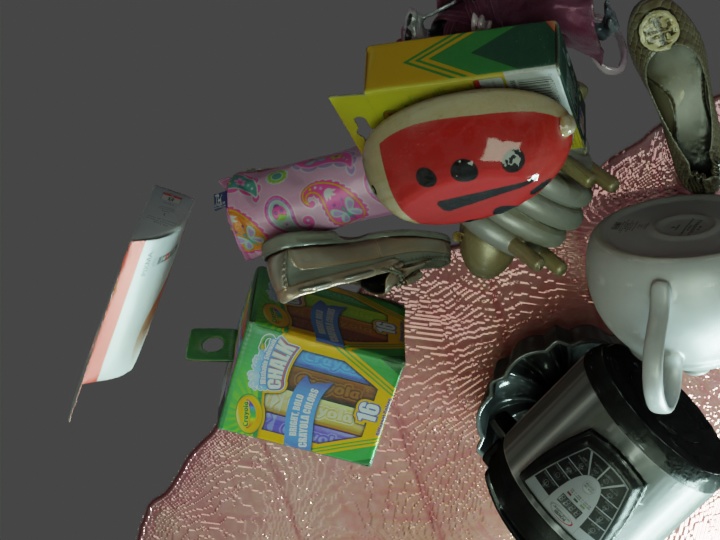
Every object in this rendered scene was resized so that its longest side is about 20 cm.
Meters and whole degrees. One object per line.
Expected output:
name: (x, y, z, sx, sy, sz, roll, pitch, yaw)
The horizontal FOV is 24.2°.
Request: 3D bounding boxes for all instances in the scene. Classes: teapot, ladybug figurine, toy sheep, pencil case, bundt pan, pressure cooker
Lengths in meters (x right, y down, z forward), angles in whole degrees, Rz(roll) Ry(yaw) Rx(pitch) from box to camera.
teapot: (0.296, 0.028, 1.512, 0.198, 0.197, 0.147, -14, 111, -17)
ladybug figurine: (0.090, -0.090, 1.409, 0.199, 0.073, 0.135, -17, 145, 34)
toy sheep: (0.154, -0.081, 1.526, 0.137, 0.138, 0.201, 30, 103, -13)
pencil case: (-0.031, -0.074, 1.559, 0.198, 0.088, 0.088, -15, 115, 10)
bundt pan: (0.211, 0.140, 1.660, 0.200, 0.076, 0.204, 0, 115, 1)
pressure cooker: (0.218, 0.192, 1.548, 0.178, 0.177, 0.200, 30, 115, -31)

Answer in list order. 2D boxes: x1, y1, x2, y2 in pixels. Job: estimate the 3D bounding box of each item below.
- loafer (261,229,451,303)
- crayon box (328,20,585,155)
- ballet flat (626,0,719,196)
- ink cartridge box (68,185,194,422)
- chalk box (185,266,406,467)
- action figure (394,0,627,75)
loafer: (0.000, 0.000, 1.561, 0.198, 0.063, 0.072, -1, 162, -31)
crayon box: (0.085, -0.146, 1.436, 0.198, 0.051, 0.127, -6, 151, 16)
ballet flat: (0.293, -0.155, 1.532, 0.067, 0.046, 0.201, -17, 115, 9)
ink cartridge box: (-0.209, 0.032, 1.548, 0.050, 0.200, 0.163, 19, 115, -8)
chalk box: (-0.067, 0.085, 1.614, 0.198, 0.125, 0.125, 16, 116, -8)
action figure: (0.120, -0.227, 1.489, 0.198, 0.135, 0.149, -21, 147, 15)
